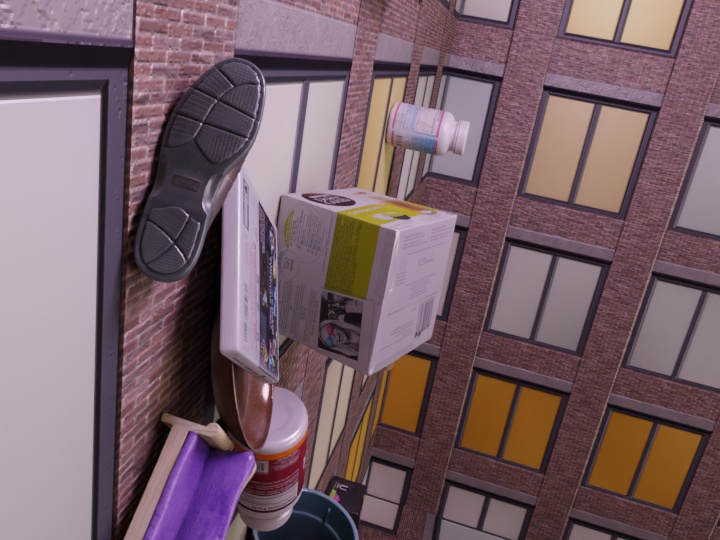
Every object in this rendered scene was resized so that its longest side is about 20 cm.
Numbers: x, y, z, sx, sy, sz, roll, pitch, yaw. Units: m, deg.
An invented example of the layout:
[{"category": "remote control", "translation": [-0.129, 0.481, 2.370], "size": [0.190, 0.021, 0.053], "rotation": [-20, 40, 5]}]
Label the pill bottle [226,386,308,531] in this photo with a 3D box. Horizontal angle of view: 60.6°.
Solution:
[{"category": "pill bottle", "translation": [-0.134, 0.275, 0.881], "size": [0.114, 0.111, 0.203], "rotation": [-63, 164, -54]}]

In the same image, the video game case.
[{"category": "video game case", "translation": [-0.121, 0.011, 0.689], "size": [0.182, 0.023, 0.204], "rotation": [75, 11, -70]}]

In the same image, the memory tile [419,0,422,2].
[{"category": "memory tile", "translation": [0.165, -0.771, 1.503], "size": [0.153, 0.016, 0.204], "rotation": [-43, 145, -73]}]

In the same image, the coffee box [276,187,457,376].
[{"category": "coffee box", "translation": [0.000, 0.000, 0.909], "size": [0.198, 0.195, 0.204], "rotation": [-16, 121, -56]}]

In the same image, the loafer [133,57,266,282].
[{"category": "loafer", "translation": [-0.141, -0.086, 0.536], "size": [0.063, 0.071, 0.203], "rotation": [155, -43, -77]}]

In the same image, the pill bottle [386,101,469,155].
[{"category": "pill bottle", "translation": [0.170, -0.352, 1.553], "size": [0.109, 0.196, 0.111], "rotation": [14, 90, -80]}]

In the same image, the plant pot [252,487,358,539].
[{"category": "plant pot", "translation": [-0.124, 0.549, 1.137], "size": [0.200, 0.197, 0.199], "rotation": [-54, 164, -66]}]

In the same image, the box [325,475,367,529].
[{"category": "box", "translation": [-0.065, 0.791, 1.957], "size": [0.149, 0.122, 0.204], "rotation": [-52, 155, -69]}]

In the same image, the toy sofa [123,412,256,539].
[{"category": "toy sofa", "translation": [-0.183, 0.256, 0.614], "size": [0.083, 0.096, 0.203], "rotation": [86, 21, -62]}]

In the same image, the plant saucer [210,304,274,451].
[{"category": "plant saucer", "translation": [-0.139, 0.109, 0.727], "size": [0.200, 0.036, 0.205], "rotation": [-4, 90, -86]}]

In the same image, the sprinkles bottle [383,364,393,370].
[{"category": "sprinkles bottle", "translation": [0.109, 0.333, 2.522], "size": [0.202, 0.067, 0.069], "rotation": [92, 15, -51]}]
